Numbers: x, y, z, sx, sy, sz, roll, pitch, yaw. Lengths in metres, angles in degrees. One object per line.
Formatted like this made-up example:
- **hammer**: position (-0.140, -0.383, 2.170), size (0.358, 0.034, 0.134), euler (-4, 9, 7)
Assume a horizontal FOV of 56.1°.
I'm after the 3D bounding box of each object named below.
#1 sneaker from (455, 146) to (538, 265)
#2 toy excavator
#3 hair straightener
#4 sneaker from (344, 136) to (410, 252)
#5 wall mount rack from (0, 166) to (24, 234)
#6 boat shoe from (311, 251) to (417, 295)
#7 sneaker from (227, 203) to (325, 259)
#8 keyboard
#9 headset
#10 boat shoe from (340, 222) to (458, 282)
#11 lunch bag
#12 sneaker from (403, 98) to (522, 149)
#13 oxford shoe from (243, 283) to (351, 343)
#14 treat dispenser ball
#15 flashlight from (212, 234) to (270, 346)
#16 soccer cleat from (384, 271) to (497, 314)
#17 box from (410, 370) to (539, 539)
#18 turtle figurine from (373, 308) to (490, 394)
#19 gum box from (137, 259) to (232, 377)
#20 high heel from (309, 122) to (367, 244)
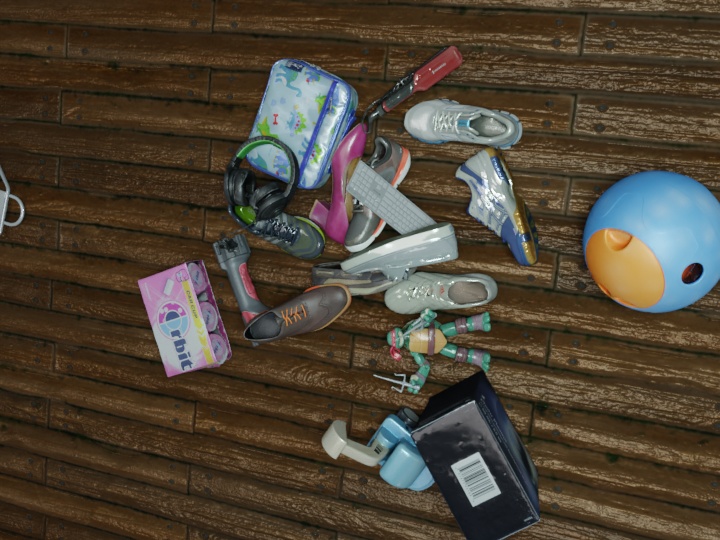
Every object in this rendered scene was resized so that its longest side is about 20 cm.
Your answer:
- **sneaker**: position (0.224, -0.095, 1.109), size (0.087, 0.075, 0.203), euler (-25, 82, 28)
- **toy excavator**: position (0.043, 0.300, 1.125), size (0.193, 0.200, 0.101), euler (38, 103, 9)
- **hair straightener**: position (0.078, -0.299, 1.125), size (0.199, 0.077, 0.041), euler (-42, 109, 2)
- **sneaker**: position (0.009, -0.132, 1.125), size (0.076, 0.081, 0.203), euler (8, 71, 52)
- **wall mount rack**: position (-0.782, -0.169, 1.377), size (0.196, 0.074, 0.177), euler (18, 100, 13)
- **boat shoe**: position (0.000, 0.000, 1.167), size (0.196, 0.075, 0.075), euler (-15, 104, 16)
- **sneaker**: position (-0.155, -0.075, 1.205), size (0.197, 0.081, 0.075), euler (24, 102, 12)
- **keyboard**: position (0.059, -0.099, 1.111), size (0.199, 0.011, 0.057), euler (36, 76, -27)
- **headset**: position (-0.182, -0.127, 1.128), size (0.122, 0.094, 0.203), euler (26, 96, 14)
- **boat shoe**: position (0.063, -0.016, 1.093), size (0.197, 0.070, 0.073), euler (-17, 99, 18)
- **lunch bag**: position (-0.099, -0.252, 1.174), size (0.159, 0.082, 0.203), euler (27, 103, 9)
- **sneaker**: position (0.162, -0.242, 1.097), size (0.196, 0.087, 0.077), euler (7, 99, 16)
- **oxford shoe**: position (-0.108, 0.080, 1.150), size (0.197, 0.072, 0.072), euler (-25, 89, 14)
- **treat dispenser ball**: position (0.426, -0.042, 0.982), size (0.196, 0.201, 0.206), euler (2, 96, 15)
- **flashlight**: position (-0.202, 0.035, 1.243), size (0.067, 0.068, 0.204), euler (-21, 85, 21)
- **soccer cleat**: position (0.131, 0.036, 1.137), size (0.196, 0.077, 0.071), euler (-7, 94, 17)
- **box**: position (0.190, 0.292, 1.084), size (0.122, 0.198, 0.203), euler (-30, 88, 14)
- **turtle figurine**: position (0.117, 0.120, 1.138), size (0.195, 0.101, 0.153), euler (-2, 118, 0)
- **gum box**: position (-0.330, 0.095, 1.279), size (0.112, 0.066, 0.204), euler (-17, 91, 18)
- **high heel**: position (-0.014, -0.145, 1.161), size (0.095, 0.067, 0.202), euler (35, 108, 18)
